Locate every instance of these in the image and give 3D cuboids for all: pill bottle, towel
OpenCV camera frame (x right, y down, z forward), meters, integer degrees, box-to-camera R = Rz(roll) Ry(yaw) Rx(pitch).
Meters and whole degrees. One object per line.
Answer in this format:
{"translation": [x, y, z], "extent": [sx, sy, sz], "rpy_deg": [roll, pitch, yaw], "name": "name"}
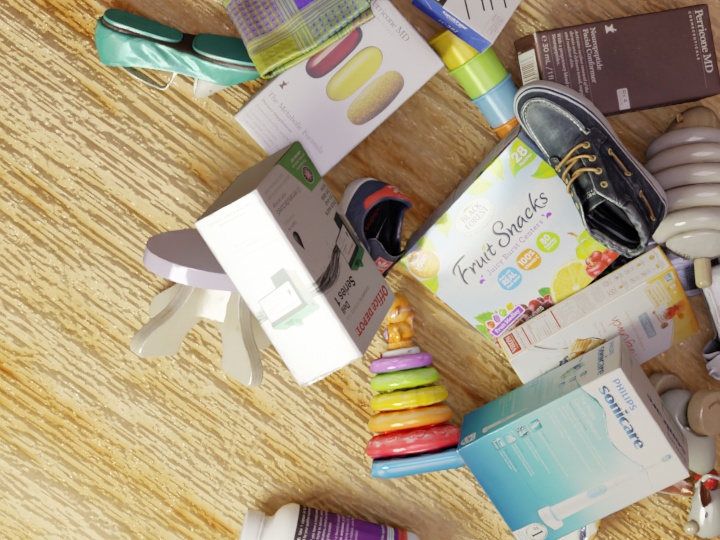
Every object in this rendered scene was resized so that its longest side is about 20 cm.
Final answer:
{"translation": [-0.038, 0.324, 1.700], "extent": [0.200, 0.112, 0.113], "rpy_deg": [15, 98, -3], "name": "pill bottle"}
{"translation": [-0.080, -0.305, 1.594], "extent": [0.144, 0.023, 0.200], "rpy_deg": [-30, 62, 10], "name": "towel"}

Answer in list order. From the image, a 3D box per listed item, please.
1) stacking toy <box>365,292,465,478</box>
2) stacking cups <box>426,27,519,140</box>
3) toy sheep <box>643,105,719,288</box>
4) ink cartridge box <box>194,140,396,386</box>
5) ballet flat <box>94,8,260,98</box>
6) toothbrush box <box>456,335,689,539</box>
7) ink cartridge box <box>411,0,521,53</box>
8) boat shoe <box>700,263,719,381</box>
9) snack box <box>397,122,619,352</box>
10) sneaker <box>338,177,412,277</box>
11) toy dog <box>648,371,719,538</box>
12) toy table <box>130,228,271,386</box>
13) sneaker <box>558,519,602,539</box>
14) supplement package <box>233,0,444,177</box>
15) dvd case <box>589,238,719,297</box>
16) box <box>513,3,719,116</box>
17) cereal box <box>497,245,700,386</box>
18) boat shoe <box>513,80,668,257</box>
{"translation": [0.050, 0.123, 1.688], "extent": [0.110, 0.116, 0.200], "rpy_deg": [-9, 87, 1], "name": "stacking toy"}
{"translation": [0.152, -0.182, 1.656], "extent": [0.060, 0.061, 0.200], "rpy_deg": [-36, 97, 4], "name": "stacking cups"}
{"translation": [0.361, -0.080, 1.619], "extent": [0.138, 0.138, 0.200], "rpy_deg": [0, 70, -2], "name": "toy sheep"}
{"translation": [-0.060, -0.007, 1.538], "extent": [0.084, 0.146, 0.200], "rpy_deg": [-27, 105, 25], "name": "ink cartridge box"}
{"translation": [-0.188, -0.224, 1.647], "extent": [0.200, 0.067, 0.070], "rpy_deg": [14, 122, -3], "name": "ballet flat"}
{"translation": [0.225, 0.184, 1.620], "extent": [0.200, 0.085, 0.147], "rpy_deg": [-30, 105, 20], "name": "toothbrush box"}
{"translation": [0.147, -0.337, 1.612], "extent": [0.094, 0.044, 0.200], "rpy_deg": [34, 76, -6], "name": "ink cartridge box"}
{"translation": [0.410, 0.087, 1.691], "extent": [0.068, 0.072, 0.200], "rpy_deg": [-12, 113, 5], "name": "boat shoe"}
{"translation": [0.167, -0.033, 1.646], "extent": [0.169, 0.068, 0.200], "rpy_deg": [41, 116, -7], "name": "snack box"}
{"translation": [0.000, 0.000, 1.647], "extent": [0.075, 0.084, 0.200], "rpy_deg": [16, 90, -42], "name": "sneaker"}
{"translation": [0.356, 0.213, 1.696], "extent": [0.096, 0.132, 0.200], "rpy_deg": [-24, 90, -28], "name": "toy dog"}
{"translation": [-0.151, 0.033, 1.632], "extent": [0.200, 0.184, 0.117], "rpy_deg": [4, 111, -35], "name": "toy table"}
{"translation": [0.242, 0.214, 1.711], "extent": [0.088, 0.075, 0.200], "rpy_deg": [18, 97, -4], "name": "sneaker"}
{"translation": [-0.023, -0.192, 1.625], "extent": [0.200, 0.110, 0.114], "rpy_deg": [-43, 97, 4], "name": "supplement package"}
{"translation": [0.314, -0.036, 1.702], "extent": [0.200, 0.025, 0.151], "rpy_deg": [-12, 98, 0], "name": "dvd case"}
{"translation": [0.273, -0.215, 1.628], "extent": [0.200, 0.075, 0.100], "rpy_deg": [-12, 93, -14], "name": "box"}
{"translation": [0.260, 0.070, 1.663], "extent": [0.200, 0.040, 0.144], "rpy_deg": [-31, 142, 5], "name": "cereal box"}
{"translation": [0.226, -0.104, 1.537], "extent": [0.200, 0.091, 0.071], "rpy_deg": [43, 126, -4], "name": "boat shoe"}
